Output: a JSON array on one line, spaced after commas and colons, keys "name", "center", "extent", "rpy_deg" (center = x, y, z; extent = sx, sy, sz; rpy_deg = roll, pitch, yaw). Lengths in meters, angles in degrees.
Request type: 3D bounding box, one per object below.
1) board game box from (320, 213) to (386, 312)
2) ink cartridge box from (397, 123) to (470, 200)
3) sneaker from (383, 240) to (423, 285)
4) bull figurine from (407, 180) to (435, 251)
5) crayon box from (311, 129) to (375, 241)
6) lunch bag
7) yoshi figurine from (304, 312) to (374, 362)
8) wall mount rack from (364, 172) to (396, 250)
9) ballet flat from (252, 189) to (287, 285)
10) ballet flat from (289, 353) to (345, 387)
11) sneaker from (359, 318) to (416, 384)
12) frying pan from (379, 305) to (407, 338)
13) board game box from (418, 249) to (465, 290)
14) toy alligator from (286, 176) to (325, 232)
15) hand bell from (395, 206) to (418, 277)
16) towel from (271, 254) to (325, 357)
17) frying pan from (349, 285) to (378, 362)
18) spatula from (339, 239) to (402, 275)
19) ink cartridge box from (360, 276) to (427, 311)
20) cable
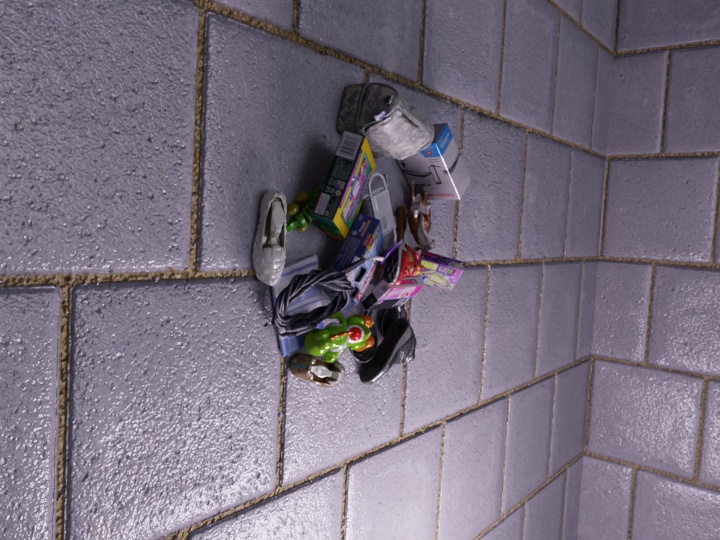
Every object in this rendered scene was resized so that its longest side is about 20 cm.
[{"name": "board game box", "center": [0.000, 0.000, 1.487], "extent": [0.201, 0.061, 0.200], "rpy_deg": [-63, 157, -16]}, {"name": "ink cartridge box", "center": [0.190, -0.287, 1.664], "extent": [0.085, 0.145, 0.200], "rpy_deg": [-60, 136, -30]}, {"name": "sneaker", "center": [0.112, -0.014, 1.506], "extent": [0.077, 0.085, 0.200], "rpy_deg": [-59, -177, 26]}, {"name": "bull figurine", "center": [0.160, -0.144, 1.648], "extent": [0.201, 0.065, 0.122], "rpy_deg": [-98, -173, -46]}, {"name": "crayon box", "center": [-0.033, -0.185, 1.392], "extent": [0.173, 0.058, 0.201], "rpy_deg": [57, 52, -76]}, {"name": "lunch bag", "center": [0.065, -0.356, 1.476], "extent": [0.200, 0.167, 0.140], "rpy_deg": [25, 75, -50]}, {"name": "yoshi figurine", "center": [-0.057, 0.152, 1.427], "extent": [0.200, 0.112, 0.112], "rpy_deg": [-1, 128, -58]}, {"name": "wall mount rack", "center": [0.049, -0.158, 1.565], "extent": [0.173, 0.074, 0.201], "rpy_deg": [-33, 120, -41]}, {"name": "ballet flat", "center": [-0.182, -0.068, 1.274], "extent": [0.072, 0.071, 0.202], "rpy_deg": [0, 93, -52]}, {"name": "ballet flat", "center": [-0.083, 0.240, 1.446], "extent": [0.200, 0.065, 0.071], "rpy_deg": [21, 81, -51]}, {"name": "sneaker", "center": [0.082, 0.235, 1.635], "extent": [0.200, 0.076, 0.114], "rpy_deg": [-53, 133, -20]}, {"name": "frying pan", "center": [0.073, 0.113, 1.650], "extent": [0.115, 0.031, 0.190], "rpy_deg": [-56, 137, -24]}, {"name": "board game box", "center": [0.207, 0.003, 1.673], "extent": [0.200, 0.119, 0.032], "rpy_deg": [95, 16, -73]}, {"name": "toy alligator", "center": [-0.106, -0.147, 1.374], "extent": [0.200, 0.054, 0.060], "rpy_deg": [-54, 133, -33]}, {"name": "hand bell", "center": [0.108, -0.075, 1.654], "extent": [0.104, 0.104, 0.202], "rpy_deg": [24, 64, -51]}, {"name": "towel", "center": [-0.136, 0.076, 1.391], "extent": [0.147, 0.024, 0.202], "rpy_deg": [-22, 112, -48]}, {"name": "frying pan", "center": [0.004, 0.134, 1.561], "extent": [0.115, 0.031, 0.192], "rpy_deg": [0, 87, -51]}, {"name": "spatula", "center": [0.022, -0.023, 1.397], "extent": [0.199, 0.021, 0.057], "rpy_deg": [-21, 155, -39]}, {"name": "ink cartridge box", "center": [0.096, 0.056, 1.570], "extent": [0.199, 0.095, 0.037], "rpy_deg": [-6, 56, -53]}, {"name": "cable", "center": [-0.100, 0.058, 1.327], "extent": [0.199, 0.051, 0.164], "rpy_deg": [-20, 137, -26]}]
